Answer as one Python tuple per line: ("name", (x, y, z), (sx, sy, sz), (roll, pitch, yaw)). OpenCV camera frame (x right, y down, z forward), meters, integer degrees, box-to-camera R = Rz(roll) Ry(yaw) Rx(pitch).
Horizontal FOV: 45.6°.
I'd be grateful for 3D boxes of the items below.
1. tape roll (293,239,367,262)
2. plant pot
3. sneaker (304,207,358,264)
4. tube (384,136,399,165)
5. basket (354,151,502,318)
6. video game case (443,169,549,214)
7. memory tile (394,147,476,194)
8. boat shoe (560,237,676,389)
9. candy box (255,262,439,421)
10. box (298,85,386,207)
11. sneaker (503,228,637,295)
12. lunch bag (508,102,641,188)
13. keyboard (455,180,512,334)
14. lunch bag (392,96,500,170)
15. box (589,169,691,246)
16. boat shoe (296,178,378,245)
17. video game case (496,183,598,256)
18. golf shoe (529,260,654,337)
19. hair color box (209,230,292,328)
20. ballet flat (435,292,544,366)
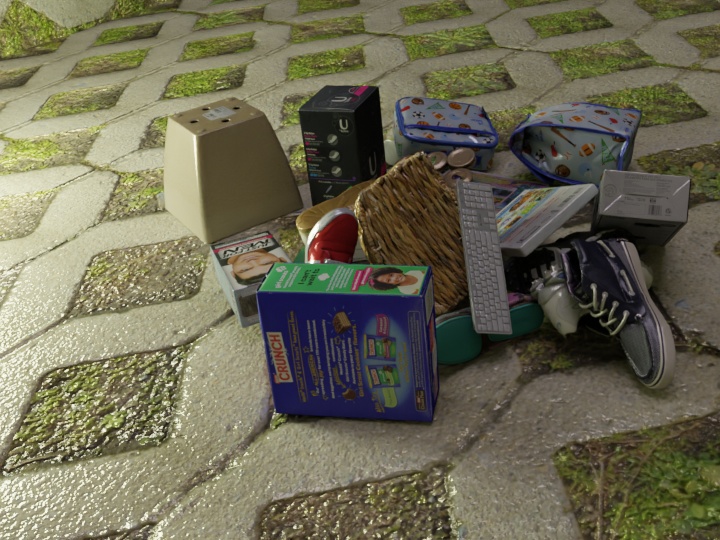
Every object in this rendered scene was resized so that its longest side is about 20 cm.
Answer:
("tape roll", (0.000, 0.000, 1.268), (0.196, 0.049, 0.201), (-5, 30, 3))
("plant pot", (-0.242, -0.192, 1.518), (0.198, 0.180, 0.199), (-24, 34, -25))
("sneaker", (-0.043, 0.027, 1.108), (0.070, 0.202, 0.113), (12, 27, -26))
("tube", (0.124, -0.262, 1.687), (0.198, 0.059, 0.052), (-27, -3, -37))
("basket", (0.078, -0.034, 1.173), (0.142, 0.201, 0.149), (-36, -3, -6))
("video game case", (0.193, -0.117, 1.449), (0.197, 0.024, 0.182), (15, 36, 34))
("memory tile", (0.111, -0.132, 1.433), (0.150, 0.017, 0.202), (-2, 46, 22))
("boat shoe", (0.302, 0.049, 1.027), (0.091, 0.075, 0.203), (4, 52, -19))
("candy box", (-0.011, 0.084, 1.006), (0.196, 0.172, 0.077), (1, 27, 13))
("box", (-0.025, -0.199, 1.456), (0.104, 0.203, 0.123), (5, 32, 21))
("sneaker", (0.283, -0.012, 1.207), (0.196, 0.068, 0.090), (-16, 6, -4))
("lunch bag", (0.366, -0.220, 1.475), (0.197, 0.126, 0.170), (15, 27, 18))
("keyboard", (0.157, -0.018, 1.089), (0.055, 0.204, 0.011), (2, -19, -22))
("lunch bag", (0.160, -0.253, 1.591), (0.196, 0.077, 0.162), (3, 38, -9))
("box", (0.385, -0.084, 1.197), (0.114, 0.061, 0.200), (6, -6, 13))
("boat shoe", (-0.007, -0.088, 1.388), (0.197, 0.070, 0.074), (-22, 38, -10))
("video game case", (0.240, -0.073, 1.240), (0.143, 0.018, 0.200), (-40, 13, -11))
("golf shoe", (0.315, 0.043, 1.120), (0.197, 0.079, 0.099), (-7, 63, -27))
("hair color box", (-0.152, 0.008, 1.252), (0.097, 0.062, 0.200), (-16, 24, -14))
("ballet flat", (0.145, 0.073, 1.103), (0.197, 0.070, 0.071), (-16, 18, -25))
